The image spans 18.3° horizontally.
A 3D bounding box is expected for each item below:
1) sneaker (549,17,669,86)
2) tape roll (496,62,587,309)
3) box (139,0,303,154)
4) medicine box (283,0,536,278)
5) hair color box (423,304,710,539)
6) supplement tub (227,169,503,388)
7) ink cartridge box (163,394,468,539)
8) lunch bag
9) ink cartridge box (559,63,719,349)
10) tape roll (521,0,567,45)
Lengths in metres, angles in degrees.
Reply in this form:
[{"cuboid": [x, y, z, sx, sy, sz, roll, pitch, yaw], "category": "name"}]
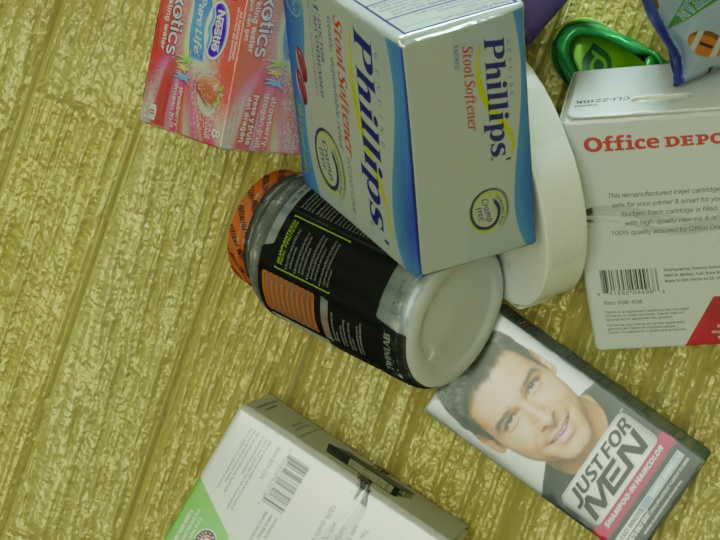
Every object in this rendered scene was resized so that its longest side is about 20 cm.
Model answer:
[{"cuboid": [0.224, -0.121, 1.690, 0.199, 0.084, 0.074, 33, 99, 10], "category": "sneaker"}, {"cuboid": [0.107, -0.073, 1.668, 0.037, 0.203, 0.204, -20, 87, -16], "category": "tape roll"}, {"cuboid": [-0.085, -0.196, 1.686, 0.102, 0.094, 0.201, 20, 103, 43], "category": "box"}, {"cuboid": [0.034, -0.123, 1.600, 0.102, 0.200, 0.183, -17, 119, -20], "category": "medicine box"}, {"cuboid": [0.160, 0.124, 1.729, 0.200, 0.061, 0.099, 36, 100, 11], "category": "hair color box"}, {"cuboid": [0.000, 0.000, 1.710, 0.199, 0.122, 0.123, 27, 99, 34], "category": "supplement tub"}, {"cuboid": [-0.037, 0.215, 1.769, 0.199, 0.084, 0.146, 33, 100, 11], "category": "ink cartridge box"}, {"cuboid": [0.281, -0.239, 1.624, 0.169, 0.200, 0.124, -18, 121, 11], "category": "lunch bag"}, {"cuboid": [0.234, -0.049, 1.646, 0.143, 0.084, 0.201, -3, 122, 15], "category": "ink cartridge box"}, {"cuboid": [0.078, -0.263, 1.655, 0.200, 0.200, 0.085, 42, 90, 9], "category": "tape roll"}]
